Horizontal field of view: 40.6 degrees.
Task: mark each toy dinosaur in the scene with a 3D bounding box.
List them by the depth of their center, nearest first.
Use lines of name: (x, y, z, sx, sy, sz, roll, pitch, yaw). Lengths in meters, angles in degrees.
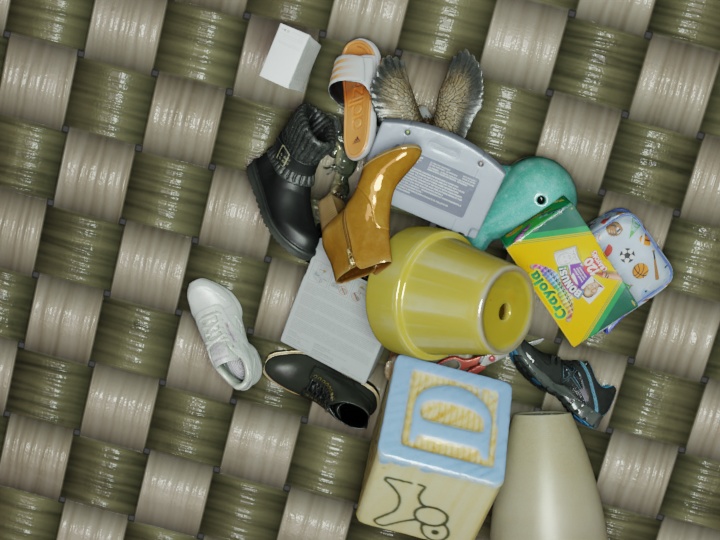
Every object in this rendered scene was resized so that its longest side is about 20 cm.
toy dinosaur: (-0.033, -0.207, 1.559, 0.088, 0.047, 0.200, 21, 94, -4)

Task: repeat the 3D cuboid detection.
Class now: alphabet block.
alphabet block: (0.114, 0.283, 1.508, 0.195, 0.197, 0.200, 16, 136, 1)

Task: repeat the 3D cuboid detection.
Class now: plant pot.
plant pot: (0.142, 0.044, 1.423, 0.189, 0.201, 0.201, 13, 102, 45)
plant pot: (0.296, 0.330, 1.564, 0.187, 0.187, 0.200, -3, 86, 3)

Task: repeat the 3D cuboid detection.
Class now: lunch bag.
lunch bag: (0.385, 0.009, 1.553, 0.200, 0.076, 0.160, -35, 101, 8)

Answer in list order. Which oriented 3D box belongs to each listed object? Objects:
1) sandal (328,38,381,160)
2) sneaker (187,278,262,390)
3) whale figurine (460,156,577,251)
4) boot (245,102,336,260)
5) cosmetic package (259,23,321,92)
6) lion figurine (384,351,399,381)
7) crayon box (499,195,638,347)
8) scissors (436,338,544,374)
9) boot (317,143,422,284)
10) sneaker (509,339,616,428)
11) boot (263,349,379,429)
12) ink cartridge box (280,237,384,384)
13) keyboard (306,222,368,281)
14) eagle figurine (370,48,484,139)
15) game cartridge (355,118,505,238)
sandal: (-0.012, -0.272, 1.491, 0.079, 0.059, 0.207, -18, 65, 38)
sneaker: (-0.222, 0.104, 1.585, 0.075, 0.100, 0.200, -28, 95, 9)
whale figurine: (0.244, -0.095, 1.527, 0.200, 0.104, 0.159, -28, 96, 4)
boot: (-0.087, -0.138, 1.496, 0.158, 0.079, 0.211, -40, 64, 28)
cosmetic package: (-0.104, -0.317, 1.464, 0.051, 0.200, 0.083, 22, 99, -1)
lion figurine: (0.079, 0.083, 1.590, 0.122, 0.072, 0.200, -17, 83, 13)
crayon box: (0.316, 0.002, 1.477, 0.119, 0.058, 0.200, -35, 106, 8)
scissors: (0.203, 0.145, 1.611, 0.200, 0.014, 0.073, -35, 94, 8)
boot: (0.027, -0.076, 1.399, 0.201, 0.071, 0.144, -33, 61, 27)
sneaker: (0.327, 0.169, 1.589, 0.200, 0.073, 0.082, 40, 84, -9)
boot: (-0.066, 0.190, 1.569, 0.200, 0.138, 0.078, 16, 99, 2)
ink cartridge box: (-0.024, 0.061, 1.559, 0.162, 0.050, 0.200, 26, 112, 10)
keyboard: (0.000, 0.000, 1.561, 0.200, 0.040, 0.104, 22, 98, 18)
eagle figurine: (0.104, -0.227, 1.496, 0.152, 0.200, 0.151, -35, 52, -24)
game cartridge: (0.107, -0.144, 1.454, 0.200, 0.041, 0.133, 23, 115, 0)
